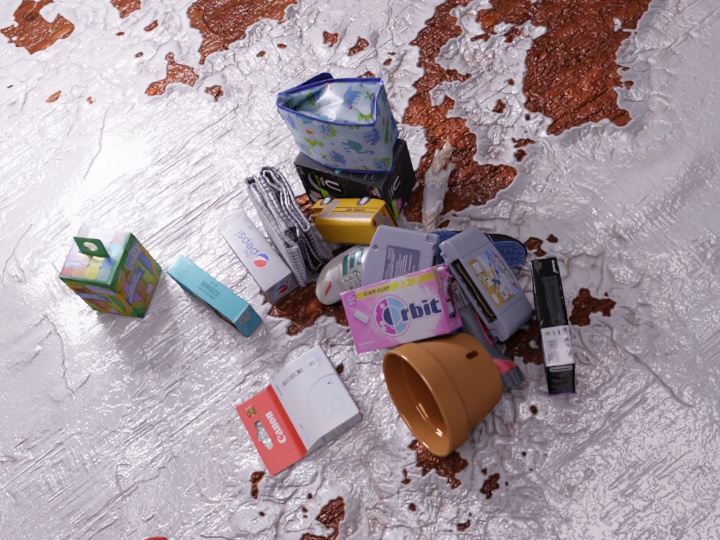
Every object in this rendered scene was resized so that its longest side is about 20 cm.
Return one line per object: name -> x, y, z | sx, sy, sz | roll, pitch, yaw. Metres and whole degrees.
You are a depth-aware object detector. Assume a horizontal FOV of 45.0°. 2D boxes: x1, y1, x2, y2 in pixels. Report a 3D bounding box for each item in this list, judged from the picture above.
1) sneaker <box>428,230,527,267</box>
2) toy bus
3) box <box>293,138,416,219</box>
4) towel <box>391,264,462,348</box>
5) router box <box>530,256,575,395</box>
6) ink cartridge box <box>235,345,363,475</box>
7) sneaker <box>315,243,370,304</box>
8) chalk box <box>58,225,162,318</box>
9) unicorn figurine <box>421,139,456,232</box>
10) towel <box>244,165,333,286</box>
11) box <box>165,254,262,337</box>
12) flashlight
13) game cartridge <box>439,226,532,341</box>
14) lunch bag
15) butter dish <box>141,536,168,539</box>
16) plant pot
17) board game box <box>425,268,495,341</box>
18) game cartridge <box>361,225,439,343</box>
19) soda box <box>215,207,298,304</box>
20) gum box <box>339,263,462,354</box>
sneaker -> 0.216, -0.040, 1.650 | 0.199, 0.078, 0.070 | 8, 99, 12
toy bus -> -0.019, -0.096, 1.694 | 0.200, 0.065, 0.078 | 4, 46, 45
box -> -0.008, -0.197, 1.744 | 0.199, 0.149, 0.125 | 18, 67, 21
towel -> 0.111, 0.072, 1.645 | 0.200, 0.032, 0.191 | 29, 72, 24
router box -> 0.335, 0.098, 1.511 | 0.051, 0.149, 0.201 | -8, 62, 10
ink cartridge box -> -0.118, 0.255, 1.595 | 0.200, 0.047, 0.160 | -31, 61, -6
sneaker -> 0.001, 0.000, 1.660 | 0.200, 0.070, 0.093 | -38, 27, -1
chalk box -> -0.505, -0.006, 1.733 | 0.124, 0.200, 0.124 | 8, 66, 17
unicorn figurine -> 0.150, -0.142, 1.701 | 0.074, 0.201, 0.138 | -1, 36, 18
towel -> -0.139, -0.090, 1.713 | 0.085, 0.166, 0.200 | -30, 60, -8
box -> -0.290, 0.050, 1.723 | 0.200, 0.082, 0.049 | 33, 76, 26
flashlight -> 0.218, 0.118, 1.536 | 0.068, 0.068, 0.201 | -25, 83, 1
game cartridge -> 0.228, 0.019, 1.545 | 0.133, 0.042, 0.200 | -28, 84, -49
lunch bag -> -0.042, -0.270, 1.606 | 0.199, 0.170, 0.128 | 2, 64, 16
butter dish -> -0.391, 0.577, 1.446 | 0.199, 0.148, 0.200 | -6, 50, -37
plant pot -> 0.149, 0.199, 1.493 | 0.140, 0.200, 0.200 | -26, 59, -21
board game box -> 0.176, 0.055, 1.599 | 0.199, 0.039, 0.159 | 2, 64, 13
game cartridge -> 0.068, 0.023, 1.585 | 0.133, 0.041, 0.201 | 11, 100, 18
soda box -> -0.210, -0.030, 1.755 | 0.068, 0.063, 0.200 | -36, 61, -8
gum box -> 0.075, 0.067, 1.523 | 0.199, 0.066, 0.114 | -16, 90, 29
